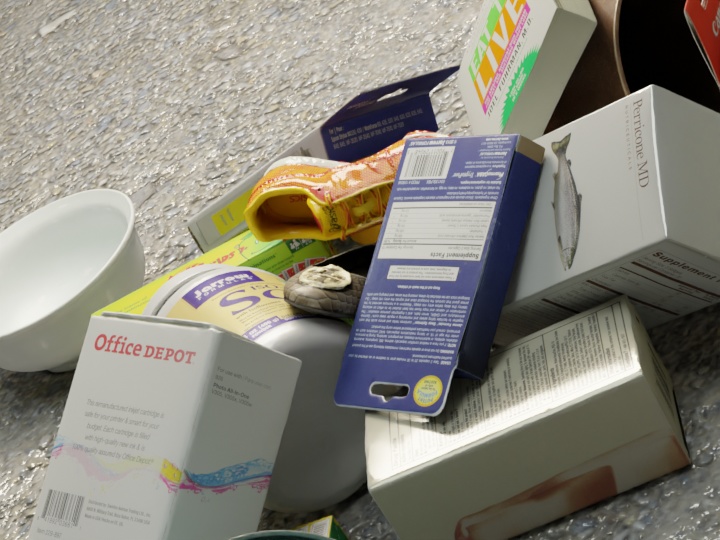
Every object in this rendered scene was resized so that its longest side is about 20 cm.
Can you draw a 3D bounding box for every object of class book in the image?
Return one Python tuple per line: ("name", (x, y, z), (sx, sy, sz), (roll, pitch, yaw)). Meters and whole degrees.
("book", (0.121, -0.161, 1.705), (0.200, 0.048, 0.134), (-101, 33, -66))

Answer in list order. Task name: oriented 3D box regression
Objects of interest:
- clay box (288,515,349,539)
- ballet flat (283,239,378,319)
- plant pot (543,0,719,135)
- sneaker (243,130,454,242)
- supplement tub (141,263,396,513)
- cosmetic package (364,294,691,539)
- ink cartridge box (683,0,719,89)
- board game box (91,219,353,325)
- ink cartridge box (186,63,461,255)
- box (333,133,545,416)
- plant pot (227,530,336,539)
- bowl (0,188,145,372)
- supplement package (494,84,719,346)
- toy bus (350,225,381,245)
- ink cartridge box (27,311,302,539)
("clay box", (-0.101, 0.248, 1.556), (0.199, 0.048, 0.115), (-22, 31, 21))
("ballet flat", (0.000, 0.000, 1.675), (0.067, 0.047, 0.200), (20, 15, 20))
("plant pot", (0.202, -0.140, 1.760), (0.200, 0.187, 0.187), (-17, 29, 53))
("sneaker", (0.007, -0.053, 1.726), (0.199, 0.073, 0.077), (-12, 32, 26))
("supplement tub", (-0.076, 0.081, 1.691), (0.145, 0.146, 0.200), (-38, 30, -12))
("cosmetic package", (0.110, 0.110, 1.527), (0.199, 0.087, 0.104), (-23, 30, 14))
("ink cartridge box", (0.296, -0.138, 1.614), (0.050, 0.200, 0.109), (-14, 33, 29))
("board game box", (-0.105, 0.038, 1.832), (0.199, 0.102, 0.048), (-28, 28, 7))
("ink cartridge box", (-0.018, -0.092, 1.883), (0.200, 0.047, 0.197), (-31, -4, 31))
("box", (0.052, 0.005, 1.567), (0.121, 0.032, 0.201), (2, 71, 51))
("plant pot", (-0.063, 0.264, 1.377), (0.200, 0.200, 0.134), (-44, 4, -22))
("bowl", (-0.264, 0.026, 2.016), (0.200, 0.091, 0.201), (-23, 30, 14))
("supplement package", (0.167, -0.028, 1.573), (0.200, 0.117, 0.118), (-25, 58, 41))
("toy bus", (0.080, -0.040, 1.778), (0.199, 0.065, 0.079), (4, 85, 47))
("ink cartridge box", (-0.136, 0.137, 1.537), (0.145, 0.087, 0.201), (5, 78, 47))
